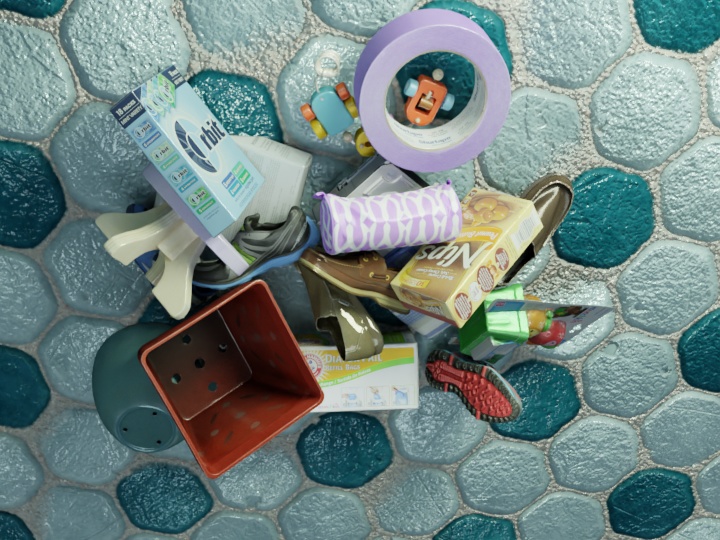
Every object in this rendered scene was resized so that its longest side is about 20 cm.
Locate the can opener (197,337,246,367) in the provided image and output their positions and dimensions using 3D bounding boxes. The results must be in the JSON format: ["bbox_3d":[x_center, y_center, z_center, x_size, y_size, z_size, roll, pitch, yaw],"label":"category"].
[{"bbox_3d":[-0.177,0.160,1.591,0.066,0.053,0.200,-43,118,9],"label":"can opener"}]

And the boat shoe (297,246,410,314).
[{"bbox_3d":[0.001,0.000,1.408,0.199,0.072,0.068,22,95,-35],"label":"boat shoe"}]

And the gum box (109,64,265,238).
[{"bbox_3d":[-0.216,-0.158,1.299,0.044,0.170,0.200,-34,103,19],"label":"gum box"}]

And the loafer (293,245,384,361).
[{"bbox_3d":[-0.043,0.047,1.468,0.067,0.201,0.076,-30,165,-26],"label":"loafer"}]

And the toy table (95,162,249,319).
[{"bbox_3d":[-0.255,-0.037,1.333,0.117,0.200,0.184,-43,149,-2],"label":"toy table"}]

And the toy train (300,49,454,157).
[{"bbox_3d":[0.018,-0.231,1.369,0.198,0.056,0.151,14,118,-16],"label":"toy train"}]

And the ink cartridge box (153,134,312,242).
[{"bbox_3d":[-0.183,-0.119,1.436,0.198,0.057,0.164,22,120,5],"label":"ink cartridge box"}]

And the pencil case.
[{"bbox_3d":[0.041,-0.072,1.352,0.198,0.084,0.087,-8,87,-18],"label":"pencil case"}]

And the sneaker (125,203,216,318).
[{"bbox_3d":[-0.277,-0.022,1.463,0.081,0.074,0.201,-15,130,11],"label":"sneaker"}]

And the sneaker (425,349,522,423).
[{"bbox_3d":[0.192,0.170,1.555,0.095,0.200,0.080,2,109,-36],"label":"sneaker"}]

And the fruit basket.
[{"bbox_3d":[0.255,0.089,1.524,0.198,0.095,0.185,9,155,-16],"label":"fruit basket"}]

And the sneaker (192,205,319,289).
[{"bbox_3d":[-0.155,-0.034,1.414,0.198,0.071,0.083,-23,106,15],"label":"sneaker"}]

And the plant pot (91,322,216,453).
[{"bbox_3d":[-0.324,0.202,1.559,0.198,0.135,0.202,-2,121,-3],"label":"plant pot"}]

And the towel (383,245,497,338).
[{"bbox_3d":[0.103,0.020,1.514,0.146,0.024,0.200,-36,133,18],"label":"towel"}]

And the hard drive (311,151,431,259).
[{"bbox_3d":[0.045,-0.076,1.439,0.139,0.038,0.199,-40,134,18],"label":"hard drive"}]

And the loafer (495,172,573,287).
[{"bbox_3d":[0.248,-0.050,1.466,0.073,0.071,0.201,33,97,-22],"label":"loafer"}]

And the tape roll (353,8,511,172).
[{"bbox_3d":[0.092,-0.232,1.308,0.198,0.066,0.202,-4,123,-6],"label":"tape roll"}]

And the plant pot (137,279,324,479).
[{"bbox_3d":[-0.204,0.143,1.434,0.199,0.176,0.201,-33,105,-21],"label":"plant pot"}]

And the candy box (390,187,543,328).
[{"bbox_3d":[0.148,-0.022,1.397,0.200,0.115,0.056,-48,128,-20],"label":"candy box"}]

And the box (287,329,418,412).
[{"bbox_3d":[-0.014,0.154,1.549,0.198,0.113,0.103,-2,97,-2],"label":"box"}]
